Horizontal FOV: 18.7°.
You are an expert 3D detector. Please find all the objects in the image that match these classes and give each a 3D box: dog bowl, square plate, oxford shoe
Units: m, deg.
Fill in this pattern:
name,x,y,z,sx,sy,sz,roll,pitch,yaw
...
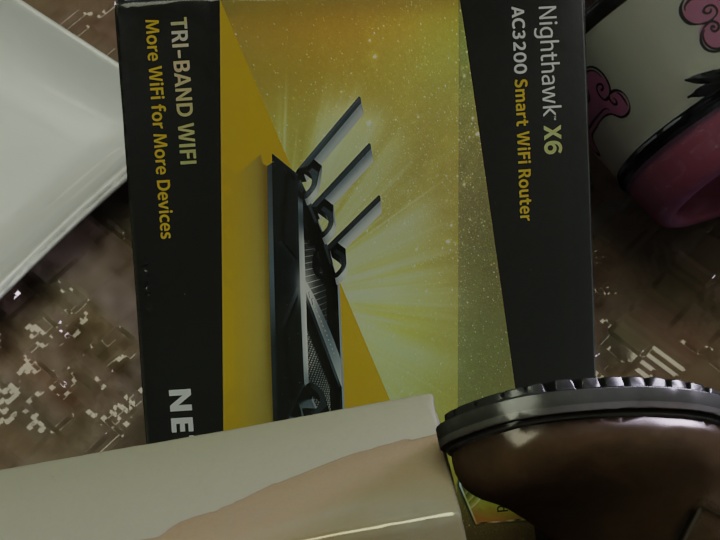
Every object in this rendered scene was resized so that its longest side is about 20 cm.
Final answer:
name,x,y,z,sx,sy,sz,roll,pitch,yaw
dog bowl,0.169,-0.085,0.810,0.199,0.200,0.074,-23,80,-15
square plate,-0.204,-0.044,0.863,0.200,0.028,0.198,33,63,18
oxford shoe,0.102,0.088,0.709,0.199,0.072,0.085,24,56,-39

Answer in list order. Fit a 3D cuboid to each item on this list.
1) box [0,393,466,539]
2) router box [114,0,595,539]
name,x,y,z,sx,sy,sz,roll,pitch,yaw
box,-0.063,0.112,0.706,0.199,0.095,0.078,-11,26,0
router box,0.000,0.000,0.755,0.156,0.052,0.201,-4,102,-4
